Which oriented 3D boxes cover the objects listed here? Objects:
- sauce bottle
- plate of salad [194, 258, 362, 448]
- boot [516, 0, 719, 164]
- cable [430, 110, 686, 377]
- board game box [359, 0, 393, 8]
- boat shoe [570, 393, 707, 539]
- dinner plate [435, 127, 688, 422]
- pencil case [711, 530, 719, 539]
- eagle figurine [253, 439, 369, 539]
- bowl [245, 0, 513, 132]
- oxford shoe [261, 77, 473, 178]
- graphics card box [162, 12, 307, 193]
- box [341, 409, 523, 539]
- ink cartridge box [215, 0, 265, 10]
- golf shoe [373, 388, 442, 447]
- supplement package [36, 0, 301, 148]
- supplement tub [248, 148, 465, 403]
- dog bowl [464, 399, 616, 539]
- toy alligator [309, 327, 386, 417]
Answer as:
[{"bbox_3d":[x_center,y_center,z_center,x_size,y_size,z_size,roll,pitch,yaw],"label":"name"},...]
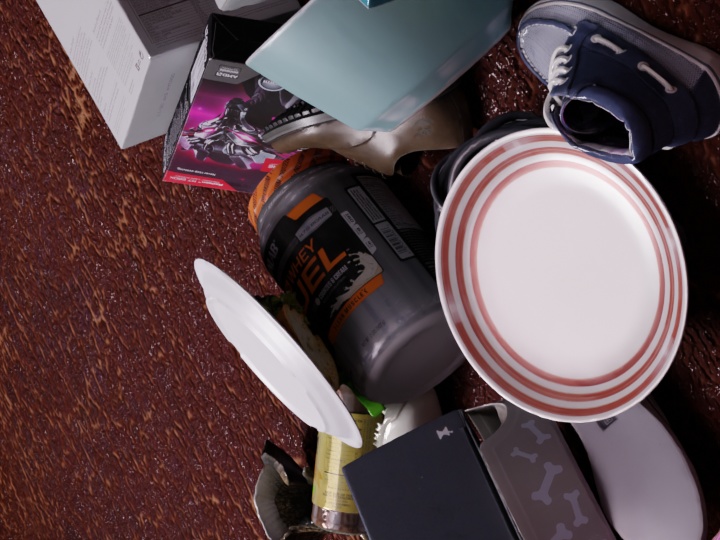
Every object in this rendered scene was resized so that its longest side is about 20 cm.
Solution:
[{"bbox_3d":[-0.004,0.127,1.642,0.065,0.065,0.200,15,100,57],"label":"sauce bottle"},{"bbox_3d":[-0.060,0.061,1.510,0.200,0.048,0.200,45,167,13],"label":"plate of salad"},{"bbox_3d":[0.143,-0.125,1.205,0.200,0.090,0.073,28,133,51],"label":"boot"},{"bbox_3d":[0.128,-0.018,1.310,0.200,0.051,0.163,35,121,28],"label":"cable"},{"bbox_3d":[0.046,-0.247,1.171,0.151,0.200,0.047,48,147,34],"label":"board game box"},{"bbox_3d":[0.187,0.119,1.332,0.072,0.066,0.200,-43,63,17],"label":"boat shoe"},{"bbox_3d":[0.135,0.003,1.260,0.200,0.024,0.200,12,108,39],"label":"dinner plate"},{"bbox_3d":[0.273,0.170,1.197,0.083,0.086,0.200,63,152,30],"label":"pencil case"},{"bbox_3d":[-0.046,0.232,1.781,0.151,0.152,0.200,48,148,-5],"label":"eagle figurine"},{"bbox_3d":[0.028,-0.171,1.303,0.105,0.201,0.201,49,153,-5],"label":"bowl"},{"bbox_3d":[0.002,-0.105,1.458,0.200,0.073,0.084,-5,117,44],"label":"oxford shoe"},{"bbox_3d":[-0.087,-0.133,1.579,0.200,0.125,0.051,122,153,-56],"label":"graphics card box"},{"bbox_3d":[0.083,0.225,1.437,0.200,0.104,0.148,58,-174,-51],"label":"box"},{"bbox_3d":[-0.028,-0.277,1.343,0.083,0.147,0.200,65,152,9],"label":"ink cartridge box"},{"bbox_3d":[0.069,0.178,1.610,0.097,0.078,0.200,20,134,33],"label":"golf shoe"},{"bbox_3d":[-0.177,-0.244,1.631,0.200,0.151,0.152,59,152,16],"label":"supplement package"},{"bbox_3d":[0.000,0.000,1.524,0.200,0.122,0.123,52,149,29],"label":"supplement tub"},{"bbox_3d":[0.145,0.178,1.377,0.200,0.059,0.200,62,-177,-6],"label":"dog bowl"},{"bbox_3d":[-0.039,0.037,1.594,0.200,0.059,0.054,60,-165,14],"label":"toy alligator"}]
